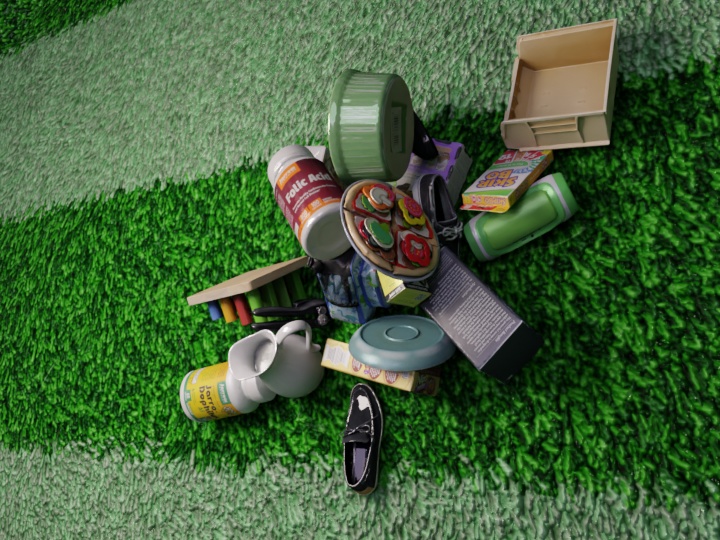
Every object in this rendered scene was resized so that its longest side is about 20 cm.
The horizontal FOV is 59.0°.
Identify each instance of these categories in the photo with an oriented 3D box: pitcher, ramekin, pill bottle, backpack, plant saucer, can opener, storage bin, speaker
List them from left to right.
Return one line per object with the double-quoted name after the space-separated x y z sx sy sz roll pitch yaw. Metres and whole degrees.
-0.276 0.251 1.350 0.195 0.112 0.116 -16 65 25 "pill bottle"
-0.134 0.167 1.241 0.169 0.199 0.123 -31 59 16 "pitcher"
-0.136 0.096 1.280 0.077 0.197 0.065 -3 94 45 "can opener"
-0.087 -0.126 1.124 0.114 0.114 0.202 -42 52 11 "pill bottle"
0.000 0.000 1.215 0.143 0.203 0.186 8 50 15 "backpack"
0.026 -0.251 1.127 0.095 0.200 0.206 5 75 23 "ramekin"
0.074 0.122 1.143 0.196 0.199 0.028 9 112 32 "plant saucer"
0.288 -0.094 1.149 0.197 0.088 0.090 -29 60 19 "speaker"
0.364 -0.334 1.165 0.194 0.094 0.205 1 64 31 "storage bin"

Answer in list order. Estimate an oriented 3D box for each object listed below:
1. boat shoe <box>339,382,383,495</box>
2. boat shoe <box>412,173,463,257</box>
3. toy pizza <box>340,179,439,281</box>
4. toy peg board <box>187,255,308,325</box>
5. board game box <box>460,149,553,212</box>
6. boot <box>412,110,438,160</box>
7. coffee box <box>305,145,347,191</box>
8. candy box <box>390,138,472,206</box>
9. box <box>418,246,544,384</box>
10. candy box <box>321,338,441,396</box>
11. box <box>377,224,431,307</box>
0.001 0.312 1.192 0.073 0.062 0.206 -10 66 29 "boat shoe"
0.156 -0.081 1.178 0.067 0.072 0.205 4 110 56 "boat shoe"
0.056 -0.074 1.051 0.032 0.196 0.205 -45 51 43 "toy pizza"
-0.225 0.059 1.356 0.195 0.199 0.100 -14 98 36 "toy peg board"
0.264 -0.165 1.148 0.094 0.031 0.200 8 42 41 "board game box"
0.050 -0.253 1.268 0.166 0.076 0.203 -35 54 12 "boot"
-0.061 -0.159 1.313 0.078 0.199 0.118 5 76 31 "coffee box"
0.112 -0.163 1.288 0.165 0.071 0.205 18 82 34 "candy box"
0.199 0.079 1.102 0.107 0.148 0.201 -47 56 8 "box"
0.038 0.180 1.181 0.196 0.116 0.058 8 81 33 "candy box"
0.055 -0.040 1.092 0.050 0.074 0.204 -38 55 34 "box"
